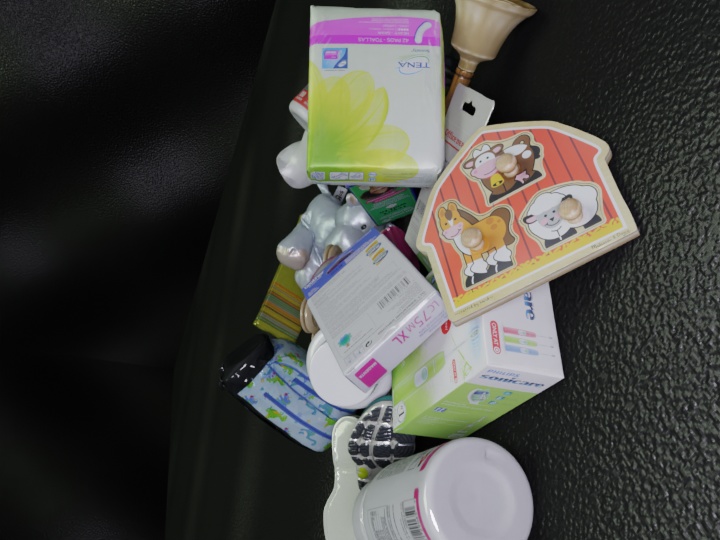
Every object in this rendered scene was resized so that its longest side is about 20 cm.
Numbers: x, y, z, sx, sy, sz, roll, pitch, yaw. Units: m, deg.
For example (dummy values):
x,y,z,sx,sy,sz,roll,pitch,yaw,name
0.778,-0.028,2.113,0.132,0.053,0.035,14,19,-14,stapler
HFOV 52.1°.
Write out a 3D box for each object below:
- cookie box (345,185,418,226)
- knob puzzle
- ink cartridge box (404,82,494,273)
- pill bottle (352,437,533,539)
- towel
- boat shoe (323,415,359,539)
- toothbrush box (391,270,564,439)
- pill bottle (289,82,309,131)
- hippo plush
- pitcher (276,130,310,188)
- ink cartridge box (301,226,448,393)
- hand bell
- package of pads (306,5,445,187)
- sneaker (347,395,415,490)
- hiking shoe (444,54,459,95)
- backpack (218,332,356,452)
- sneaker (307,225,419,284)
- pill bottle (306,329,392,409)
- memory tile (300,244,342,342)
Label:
x,y,z,sx,sy,sz,roll,pitch,yaw,name
0.014,-0.168,0.968,0.200,0.075,0.171,39,-146,-74,cookie box
0.134,-0.071,0.681,0.219,0.030,0.220,-20,51,26,knob puzzle
0.124,-0.099,0.836,0.117,0.067,0.200,-118,42,-62,ink cartridge box
0.070,0.237,0.729,0.200,0.113,0.114,136,141,-59,pill bottle
-0.102,0.014,1.187,0.018,0.086,0.200,0,62,46,towel
-0.006,0.303,1.026,0.062,0.073,0.200,18,-108,-66,boat shoe
0.108,0.073,0.758,0.200,0.086,0.146,131,145,-53,toothbrush box
-0.004,-0.283,1.133,0.200,0.116,0.116,-47,21,-1,pill bottle
-0.013,-0.053,1.149,0.161,0.159,0.200,-1,61,47,hippo plush
-0.034,-0.233,1.305,0.200,0.172,0.121,-24,100,51,pitcher
0.010,0.032,0.781,0.119,0.042,0.200,-42,30,3,ink cartridge box
0.119,-0.227,0.870,0.104,0.104,0.200,-110,35,-57,hand bell
0.019,-0.194,0.829,0.068,0.154,0.200,103,169,-80,package of pads
0.026,0.204,0.891,0.200,0.077,0.080,94,-176,-50,sneaker
0.095,-0.236,0.984,0.200,0.076,0.101,-106,34,-46,hiking shoe
-0.100,0.185,1.115,0.154,0.200,0.163,-36,8,-3,backpack
0.000,0.000,0.959,0.088,0.200,0.081,-20,90,42,sneaker
-0.001,0.104,0.906,0.200,0.109,0.109,-24,-51,-78,pill bottle
-0.030,0.078,1.043,0.153,0.017,0.200,-68,-31,-43,memory tile
